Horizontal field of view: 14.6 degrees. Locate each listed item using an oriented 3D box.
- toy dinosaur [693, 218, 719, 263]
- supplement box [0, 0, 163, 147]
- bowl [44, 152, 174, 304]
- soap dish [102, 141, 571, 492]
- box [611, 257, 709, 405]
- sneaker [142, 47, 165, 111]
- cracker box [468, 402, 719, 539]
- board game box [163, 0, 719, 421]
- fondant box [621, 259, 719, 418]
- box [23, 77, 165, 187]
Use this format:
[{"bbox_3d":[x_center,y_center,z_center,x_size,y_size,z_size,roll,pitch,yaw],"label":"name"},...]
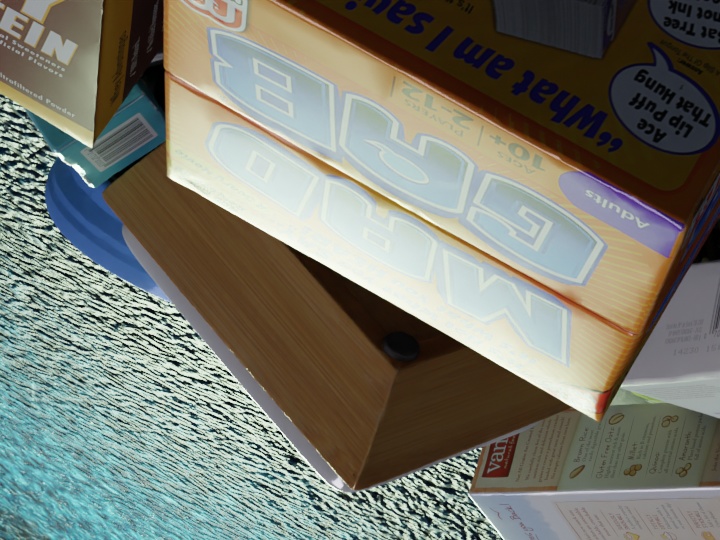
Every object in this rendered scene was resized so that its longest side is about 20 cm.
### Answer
[{"bbox_3d":[0.189,-0.028,1.250,0.200,0.047,0.088,24,143,17],"label":"toy dinosaur"},{"bbox_3d":[-0.102,-0.192,1.068,0.133,0.200,0.197,30,159,5],"label":"supplement box"},{"bbox_3d":[-0.062,-0.030,1.445,0.201,0.039,0.201,17,-159,-7],"label":"bowl"},{"bbox_3d":[0.000,0.000,1.307,0.200,0.157,0.081,48,134,26],"label":"soap dish"},{"bbox_3d":[0.135,0.029,1.397,0.075,0.050,0.200,24,167,0],"label":"box"},{"bbox_3d":[-0.099,-0.110,1.397,0.200,0.098,0.071,9,152,48],"label":"sneaker"},{"bbox_3d":[0.174,0.125,1.429,0.200,0.058,0.134,-5,141,31],"label":"cracker box"},{"bbox_3d":[0.062,-0.103,1.036,0.200,0.200,0.200,30,159,8],"label":"board game box"},{"bbox_3d":[0.237,0.047,1.242,0.200,0.058,0.144,18,167,-24],"label":"fondant box"},{"bbox_3d":[-0.161,-0.137,1.263,0.200,0.049,0.082,57,180,11],"label":"box"}]
